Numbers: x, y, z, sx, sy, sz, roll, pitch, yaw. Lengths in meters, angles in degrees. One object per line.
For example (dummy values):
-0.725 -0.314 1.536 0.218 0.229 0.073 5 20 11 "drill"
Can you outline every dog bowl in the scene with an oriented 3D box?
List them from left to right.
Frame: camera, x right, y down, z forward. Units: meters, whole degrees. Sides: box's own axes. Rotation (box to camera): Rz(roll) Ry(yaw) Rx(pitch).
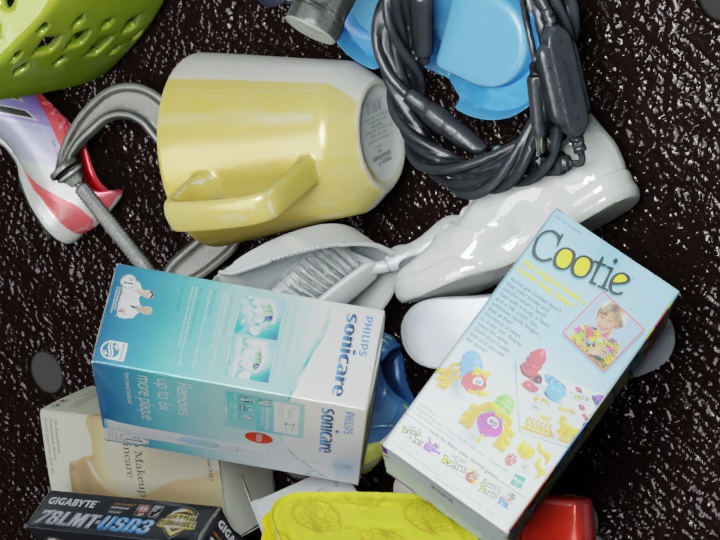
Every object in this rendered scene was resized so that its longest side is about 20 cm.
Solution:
0.065 -0.186 1.429 0.200 0.050 0.112 28 119 26 "dog bowl"

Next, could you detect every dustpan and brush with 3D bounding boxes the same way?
0.000 0.000 1.478 0.057 0.200 0.140 47 168 35 "dustpan and brush"

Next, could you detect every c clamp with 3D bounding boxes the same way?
-0.186 -0.046 1.626 0.171 0.027 0.200 -34 90 17 "c clamp"

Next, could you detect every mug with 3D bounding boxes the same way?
-0.054 -0.081 1.478 0.153 0.149 0.187 -3 58 27 "mug"

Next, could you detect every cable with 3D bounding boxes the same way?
0.080 -0.153 1.374 0.163 0.051 0.200 -8 103 41 "cable"

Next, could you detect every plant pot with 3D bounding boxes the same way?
-0.247 -0.267 1.535 0.181 0.200 0.199 -33 84 29 "plant pot"

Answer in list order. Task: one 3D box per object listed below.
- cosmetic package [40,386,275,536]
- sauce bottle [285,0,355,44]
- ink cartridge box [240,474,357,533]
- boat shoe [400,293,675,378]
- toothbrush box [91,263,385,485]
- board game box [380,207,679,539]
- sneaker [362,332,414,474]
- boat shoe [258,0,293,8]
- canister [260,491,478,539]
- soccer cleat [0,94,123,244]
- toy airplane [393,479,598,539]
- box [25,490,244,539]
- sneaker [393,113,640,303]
-0.175 0.165 1.691 0.200 0.071 0.105 2 106 34 "cosmetic package"
0.009 -0.254 1.378 0.065 0.065 0.200 25 83 26 "sauce bottle"
-0.014 0.263 1.544 0.176 0.084 0.200 -121 12 -57 "ink cartridge box"
0.132 0.043 1.444 0.200 0.065 0.074 5 90 13 "boat shoe"
-0.087 0.078 1.440 0.200 0.085 0.146 9 152 1 "toothbrush box"
0.115 0.077 1.335 0.105 0.103 0.200 35 78 12 "board game box"
-0.025 0.060 1.567 0.105 0.076 0.200 -38 81 18 "sneaker"
-0.053 -0.239 1.426 0.075 0.200 0.093 -16 102 -1 "boat shoe"
-0.011 0.262 1.389 0.087 0.148 0.200 -118 36 -56 "canister"
-0.277 -0.122 1.685 0.073 0.068 0.200 -33 83 18 "soccer cleat"
0.109 0.197 1.475 0.199 0.141 0.200 57 140 47 "toy airplane"
-0.160 0.274 1.678 0.200 0.050 0.199 -1 131 36 "box"
0.103 -0.045 1.434 0.200 0.075 0.089 -29 76 22 "sneaker"
